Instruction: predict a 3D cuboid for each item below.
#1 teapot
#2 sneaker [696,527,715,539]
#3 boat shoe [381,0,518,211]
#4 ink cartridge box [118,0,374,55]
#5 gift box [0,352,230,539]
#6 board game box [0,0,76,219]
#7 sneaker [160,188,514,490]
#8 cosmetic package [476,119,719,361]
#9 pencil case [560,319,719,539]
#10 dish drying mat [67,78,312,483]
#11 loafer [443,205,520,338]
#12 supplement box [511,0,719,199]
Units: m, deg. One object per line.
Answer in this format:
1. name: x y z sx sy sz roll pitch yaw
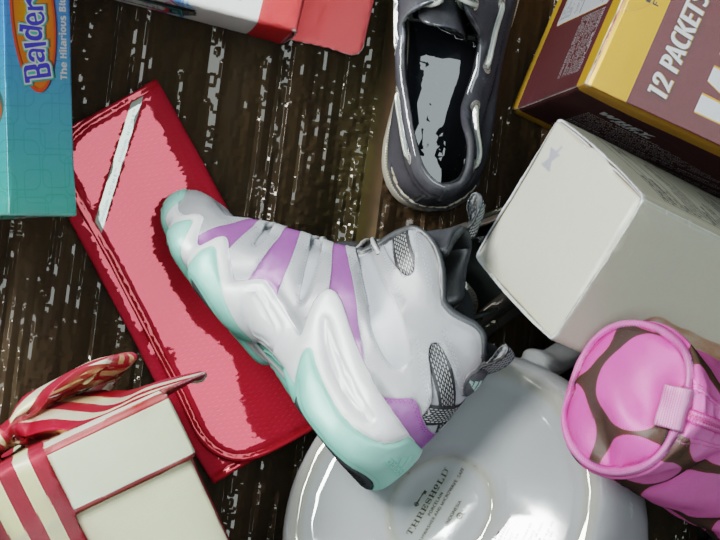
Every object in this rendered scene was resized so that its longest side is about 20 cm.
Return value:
1. teapot: 0.065 0.143 1.504 0.199 0.146 0.198 -24 58 12
2. sneaker: 0.267 0.116 1.557 0.200 0.077 0.111 -36 103 0
3. boat shoe: 0.051 -0.131 1.541 0.072 0.063 0.201 7 89 -8
4. ink cartridge box: -0.079 -0.189 1.525 0.199 0.067 0.117 13 88 -7
5. gift box: -0.134 0.149 1.452 0.184 0.200 0.187 -26 91 -12
6. board game box: -0.204 -0.123 1.469 0.045 0.152 0.201 -2 89 -43
7. sneaker: 0.000 0.000 1.481 0.140 0.078 0.200 -41 63 -2
8. cosmetic package: 0.171 0.014 1.491 0.199 0.103 0.087 25 104 -30
9. pencil case: 0.191 0.096 1.428 0.200 0.094 0.091 28 92 -32
10. dish drying mat: -0.091 0.006 1.545 0.077 0.018 0.201 -28 92 -7
11. loafer: 0.060 -0.002 1.533 0.199 0.063 0.072 -27 65 -9
12. supplement box: 0.205 -0.106 1.491 0.197 0.200 0.133 24 87 -6
